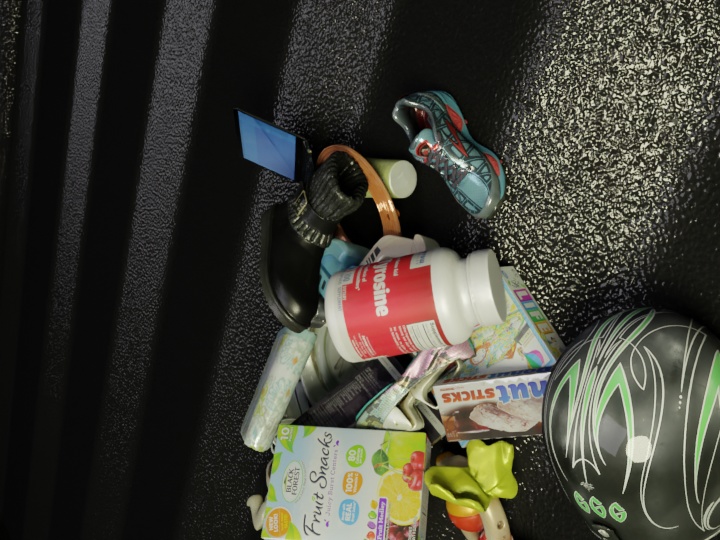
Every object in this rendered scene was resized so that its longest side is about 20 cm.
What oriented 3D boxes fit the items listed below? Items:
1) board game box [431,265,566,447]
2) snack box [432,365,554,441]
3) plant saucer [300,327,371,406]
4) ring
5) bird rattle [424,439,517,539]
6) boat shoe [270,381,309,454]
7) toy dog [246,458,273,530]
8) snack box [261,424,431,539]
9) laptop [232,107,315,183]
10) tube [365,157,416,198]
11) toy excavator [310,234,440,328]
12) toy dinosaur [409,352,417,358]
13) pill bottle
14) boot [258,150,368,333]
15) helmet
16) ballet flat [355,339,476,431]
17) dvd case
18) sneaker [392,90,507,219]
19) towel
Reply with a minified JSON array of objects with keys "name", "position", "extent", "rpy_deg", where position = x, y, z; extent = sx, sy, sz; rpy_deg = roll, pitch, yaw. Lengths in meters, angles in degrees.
[{"name":"board game box","position":[0.158,0.111,0.953],"extent":[0.201,0.034,0.136],"rpy_deg":[-54,54,40]},{"name":"snack box","position":[0.182,0.152,0.872],"extent":[0.197,0.024,0.073],"rpy_deg":[-12,98,31]},{"name":"plant saucer","position":[-0.026,0.136,1.172],"extent":[0.198,0.050,0.204],"rpy_deg":[10,103,51]},{"name":"ring","position":[-0.002,-0.086,1.094],"extent":[0.200,0.019,0.203],"rpy_deg":[42,146,36]},{"name":"bird rattle","position":[0.156,0.301,0.946],"extent":[0.202,0.112,0.163],"rpy_deg":[63,166,-13]},{"name":"boat shoe","position":[-0.118,0.247,1.201],"extent":[0.203,0.084,0.076],"rpy_deg":[-115,18,-59]},{"name":"toy dog","position":[-0.103,0.387,1.231],"extent":[0.192,0.138,0.204],"rpy_deg":[-12,83,50]},{"name":"snack box","position":[-0.015,0.274,0.953],"extent":[0.196,0.053,0.145],"rpy_deg":[0,63,15]},{"name":"laptop","position":[-0.123,-0.129,1.167],"extent":[0.177,0.101,0.204],"rpy_deg":[110,148,-74]},{"name":"tube","position":[0.003,-0.137,1.113],"extent":[0.199,0.052,0.058],"rpy_deg":[10,60,54]},{"name":"toy excavator","position":[0.000,0.000,1.033],"extent":[0.202,0.099,0.195],"rpy_deg":[-58,46,19]},{"name":"toy dinosaur","position":[0.048,0.072,1.079],"extent":[0.201,0.047,0.089],"rpy_deg":[52,145,30]},{"name":"pill bottle","position":[0.066,0.037,0.895],"extent":[0.197,0.112,0.115],"rpy_deg":[-13,84,20]},{"name":"boot","position":[-0.056,-0.042,0.988],"extent":[0.157,0.079,0.214],"rpy_deg":[-32,52,28]},{"name":"helmet","position":[0.265,0.137,0.716],"extent":[0.198,0.198,0.194],"rpy_deg":[3,113,51]},{"name":"ballet flat","position":[0.071,0.155,0.960],"extent":[0.201,0.069,0.071],"rpy_deg":[-49,61,18]},{"name":"dvd case","position":[0.003,0.219,1.025],"extent":[0.149,0.199,0.016],"rpy_deg":[47,168,29]},{"name":"sneaker","position":[0.101,-0.141,0.946],"extent":[0.202,0.094,0.080],"rpy_deg":[60,135,28]},{"name":"towel","position":[-0.120,0.166,1.091],"extent":[0.200,0.047,0.174],"rpy_deg":[143,147,-77]}]
